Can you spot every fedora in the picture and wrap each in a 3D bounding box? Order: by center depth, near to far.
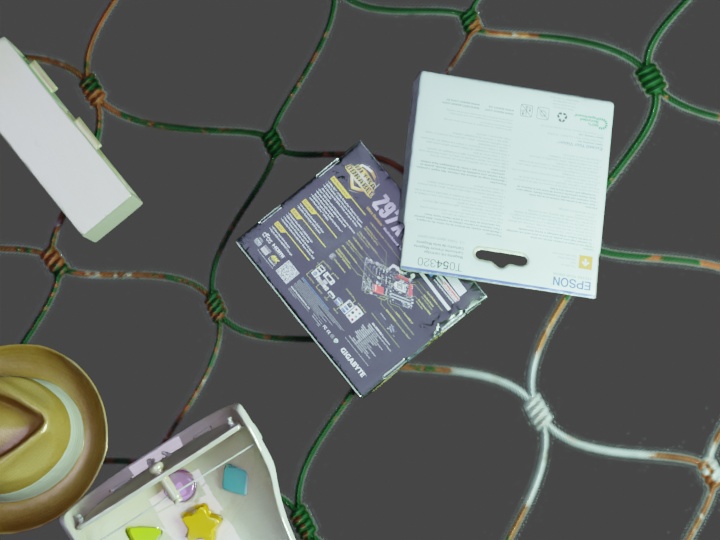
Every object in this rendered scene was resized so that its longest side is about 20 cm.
[{"bbox_3d":[-0.345,0.155,1.558,0.200,0.082,0.201,-2,76,7],"label":"fedora"}]

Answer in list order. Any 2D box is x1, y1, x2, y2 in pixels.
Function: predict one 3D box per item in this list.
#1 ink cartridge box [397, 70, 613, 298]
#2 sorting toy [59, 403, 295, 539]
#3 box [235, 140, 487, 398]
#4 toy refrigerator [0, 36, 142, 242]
[{"bbox_3d":[0.138,-0.080,1.578,0.196,0.043,0.200,9,79,-8],"label":"ink cartridge box"},{"bbox_3d":[-0.150,0.250,1.560,0.200,0.107,0.180,-32,93,-1],"label":"sorting toy"},{"bbox_3d":[0.000,0.000,1.596,0.160,0.049,0.200,-39,86,-4],"label":"box"},{"bbox_3d":[-0.300,-0.128,1.596,0.070,0.076,0.200,-40,86,-2],"label":"toy refrigerator"}]
